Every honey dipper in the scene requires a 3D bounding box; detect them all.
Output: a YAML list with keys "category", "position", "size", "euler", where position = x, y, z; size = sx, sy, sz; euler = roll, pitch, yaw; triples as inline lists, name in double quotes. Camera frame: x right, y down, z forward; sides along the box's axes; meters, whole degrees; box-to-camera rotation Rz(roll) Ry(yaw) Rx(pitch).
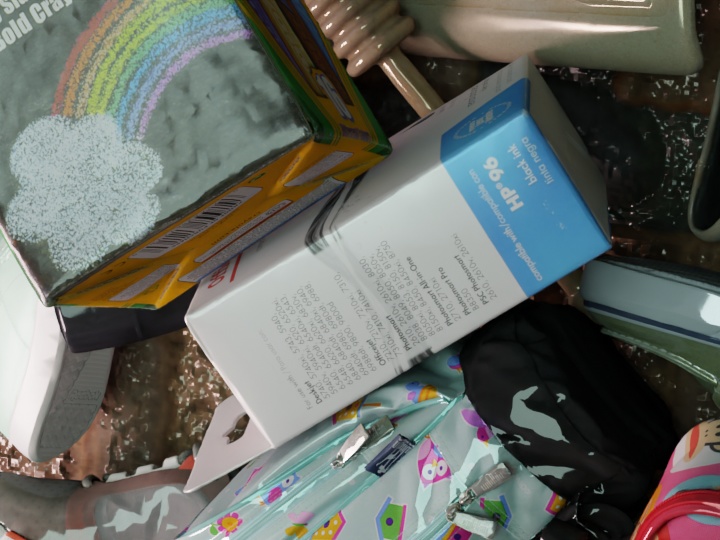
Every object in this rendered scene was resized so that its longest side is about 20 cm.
- category: "honey dipper"
  position: [0.046, -0.054, 1.021]
  size: [0.038, 0.038, 0.200]
  euler: [-40, 93, 20]

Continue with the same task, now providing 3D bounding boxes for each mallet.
- category: "mallet"
  position: [-0.105, -0.067, 0.992]
  size: [0.066, 0.041, 0.201]
  euler: [-6, 98, -7]

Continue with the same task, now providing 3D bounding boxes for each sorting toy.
- category: "sorting toy"
  position: [0.059, -0.181, 0.968]
  size: [0.185, 0.036, 0.201]
  euler: [10, 112, 47]

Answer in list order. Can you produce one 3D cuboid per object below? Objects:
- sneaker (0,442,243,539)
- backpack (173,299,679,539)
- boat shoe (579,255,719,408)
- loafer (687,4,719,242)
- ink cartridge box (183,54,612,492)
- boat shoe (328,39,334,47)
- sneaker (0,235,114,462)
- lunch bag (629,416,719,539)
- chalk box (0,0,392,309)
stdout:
- category: "sneaker"
  position: [-0.088, 0.116, 1.097]
  size: [0.199, 0.077, 0.082]
  euler: [16, 86, 13]
- category: "backpack"
  position: [0.024, 0.101, 0.983]
  size: [0.200, 0.167, 0.127]
  euler: [-38, 80, 16]
- category: "boat shoe"
  position: [0.181, 0.045, 0.971]
  size: [0.199, 0.072, 0.062]
  euler: [18, 98, 18]
- category: "loafer"
  position: [0.167, -0.087, 0.918]
  size: [0.063, 0.072, 0.201]
  euler: [-12, 131, -13]
- category: "ink cartridge box"
  position: [0.000, 0.000, 0.962]
  size: [0.200, 0.116, 0.068]
  euler: [-31, 101, 12]
- category: "boat shoe"
  position: [-0.046, -0.088, 1.057]
  size: [0.060, 0.075, 0.201]
  euler: [5, 86, 65]
- category: "sneaker"
  position: [-0.158, -0.020, 1.088]
  size: [0.118, 0.074, 0.201]
  euler: [36, 122, 22]
- category: "lunch bag"
  position: [0.188, 0.141, 0.860]
  size: [0.199, 0.082, 0.177]
  euler: [21, 122, 8]
- category: "chalk box"
  position: [-0.099, -0.100, 0.900]
  size: [0.125, 0.124, 0.200]
  euler: [-32, 81, 11]
